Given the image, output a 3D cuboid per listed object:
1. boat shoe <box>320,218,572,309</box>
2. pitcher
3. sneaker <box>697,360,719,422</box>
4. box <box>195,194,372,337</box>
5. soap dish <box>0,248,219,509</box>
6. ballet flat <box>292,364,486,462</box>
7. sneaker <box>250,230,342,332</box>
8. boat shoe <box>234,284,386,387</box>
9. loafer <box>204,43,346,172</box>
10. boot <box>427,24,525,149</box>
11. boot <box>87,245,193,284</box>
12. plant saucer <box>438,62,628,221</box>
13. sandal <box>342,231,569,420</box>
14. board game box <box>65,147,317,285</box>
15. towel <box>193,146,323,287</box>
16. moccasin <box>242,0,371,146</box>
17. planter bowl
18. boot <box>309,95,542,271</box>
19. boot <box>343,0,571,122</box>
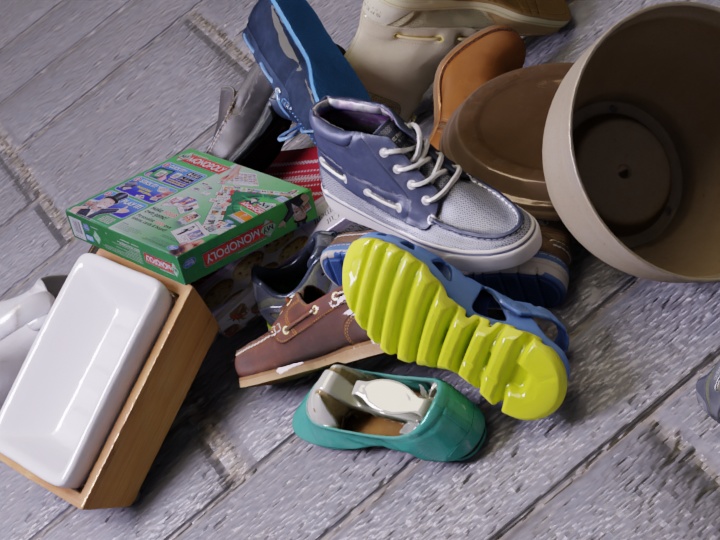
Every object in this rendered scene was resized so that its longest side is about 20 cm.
[{"bbox_3d":[0.069,-0.012,1.655,0.199,0.072,0.073,5,55,16],"label":"boat shoe"},{"bbox_3d":[-0.338,0.080,1.869,0.200,0.122,0.172,-31,-11,2],"label":"pitcher"},{"bbox_3d":[0.294,0.029,1.412,0.200,0.074,0.081,-47,31,-18],"label":"sneaker"},{"bbox_3d":[-0.053,-0.016,1.775,0.200,0.039,0.042,-34,48,22],"label":"box"},{"bbox_3d":[-0.211,0.092,1.759,0.157,0.081,0.201,19,80,53],"label":"soap dish"},{"bbox_3d":[0.008,0.099,1.600,0.200,0.070,0.067,4,57,47],"label":"ballet flat"},{"bbox_3d":[0.000,0.000,1.720,0.199,0.081,0.074,-26,35,13],"label":"sneaker"},{"bbox_3d":[-0.029,0.044,1.670,0.200,0.071,0.070,-19,-3,42],"label":"boat shoe"},{"bbox_3d":[-0.099,-0.142,1.924,0.072,0.073,0.200,42,91,15],"label":"loafer"},{"bbox_3d":[0.116,-0.122,1.775,0.155,0.077,0.200,16,53,46],"label":"boot"},{"bbox_3d":[-0.199,0.000,1.893,0.200,0.075,0.097,-25,28,42],"label":"boot"},{"bbox_3d":[0.161,-0.109,1.684,0.199,0.030,0.200,-3,38,2],"label":"plant saucer"},{"bbox_3d":[0.075,0.036,1.561,0.087,0.200,0.080,-30,-29,-58],"label":"sandal"},{"bbox_3d":[-0.145,-0.048,1.786,0.134,0.029,0.200,-27,26,-26],"label":"board game box"},{"bbox_3d":[-0.066,-0.039,1.886,0.144,0.023,0.200,-5,45,40],"label":"towel"},{"bbox_3d":[-0.042,-0.155,1.843,0.068,0.080,0.200,-47,51,32],"label":"moccasin"},{"bbox_3d":[0.214,-0.083,1.549,0.200,0.200,0.135,-50,10,-20],"label":"planter bowl"},{"bbox_3d":[0.043,-0.067,1.601,0.199,0.091,0.073,19,52,33],"label":"boot"},{"bbox_3d":[0.076,-0.199,1.891,0.156,0.199,0.073,-63,40,39],"label":"boot"}]
